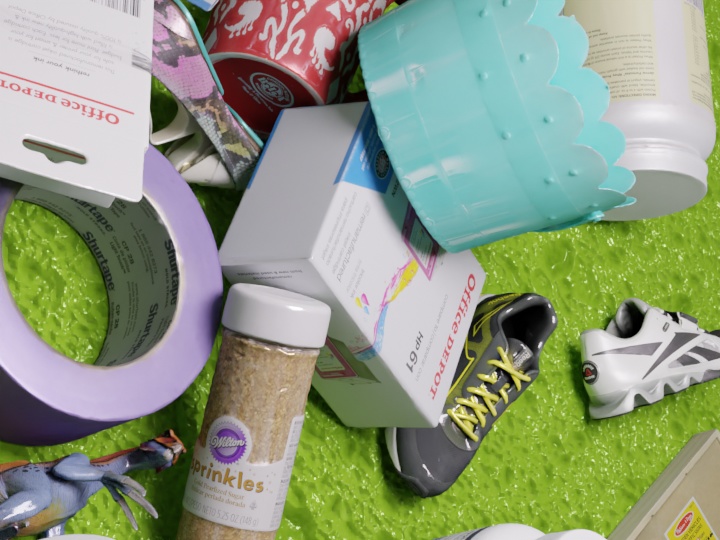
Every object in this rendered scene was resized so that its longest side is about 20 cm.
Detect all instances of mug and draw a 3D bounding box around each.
[{"bbox_3d":[-0.022,-0.193,1.354,0.177,0.133,0.200,25,61,-7],"label":"mug"}]

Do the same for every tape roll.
[{"bbox_3d":[-0.191,0.006,1.166,0.200,0.085,0.200,17,63,-37],"label":"tape roll"}]

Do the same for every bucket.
[{"bbox_3d":[0.095,-0.116,1.288,0.207,0.135,0.207,58,19,-34],"label":"bucket"}]

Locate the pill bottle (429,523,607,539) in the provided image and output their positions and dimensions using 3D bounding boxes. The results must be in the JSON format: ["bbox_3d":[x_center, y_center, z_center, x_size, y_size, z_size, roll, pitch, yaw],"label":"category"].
[{"bbox_3d":[0.084,0.237,1.254,0.120,0.200,0.120,16,65,-38],"label":"pill bottle"}]

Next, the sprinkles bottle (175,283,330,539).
[{"bbox_3d":[-0.073,0.112,1.192,0.068,0.068,0.200,9,96,-40],"label":"sprinkles bottle"}]

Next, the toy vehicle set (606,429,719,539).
[{"bbox_3d":[0.279,0.239,1.554,0.200,0.026,0.124,-39,102,-43],"label":"toy vehicle set"}]

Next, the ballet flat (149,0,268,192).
[{"bbox_3d":[-0.115,-0.105,1.276,0.071,0.069,0.200,-40,136,-8],"label":"ballet flat"}]

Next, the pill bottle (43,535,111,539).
[{"bbox_3d":[-0.154,0.256,1.024,0.120,0.119,0.200,-31,123,-44],"label":"pill bottle"}]

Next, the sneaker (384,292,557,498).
[{"bbox_3d":[0.085,0.083,1.391,0.074,0.085,0.200,44,50,-21],"label":"sneaker"}]

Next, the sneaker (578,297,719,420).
[{"bbox_3d":[0.261,0.060,1.569,0.200,0.074,0.089,-15,87,-45],"label":"sneaker"}]

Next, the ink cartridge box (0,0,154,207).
[{"bbox_3d":[-0.191,-0.116,1.109,0.116,0.067,0.200,16,50,-23],"label":"ink cartridge box"}]

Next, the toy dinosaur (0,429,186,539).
[{"bbox_3d":[-0.188,0.128,1.129,0.200,0.105,0.182,44,29,-6],"label":"toy dinosaur"}]

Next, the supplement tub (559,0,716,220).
[{"bbox_3d":[0.225,-0.156,1.564,0.145,0.145,0.200,14,66,-39],"label":"supplement tub"}]

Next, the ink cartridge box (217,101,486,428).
[{"bbox_3d":[0.000,0.000,1.303,0.200,0.085,0.145,55,44,-42],"label":"ink cartridge box"}]

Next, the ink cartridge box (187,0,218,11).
[{"bbox_3d":[-0.155,-0.286,1.245,0.145,0.084,0.200,24,29,-35],"label":"ink cartridge box"}]
